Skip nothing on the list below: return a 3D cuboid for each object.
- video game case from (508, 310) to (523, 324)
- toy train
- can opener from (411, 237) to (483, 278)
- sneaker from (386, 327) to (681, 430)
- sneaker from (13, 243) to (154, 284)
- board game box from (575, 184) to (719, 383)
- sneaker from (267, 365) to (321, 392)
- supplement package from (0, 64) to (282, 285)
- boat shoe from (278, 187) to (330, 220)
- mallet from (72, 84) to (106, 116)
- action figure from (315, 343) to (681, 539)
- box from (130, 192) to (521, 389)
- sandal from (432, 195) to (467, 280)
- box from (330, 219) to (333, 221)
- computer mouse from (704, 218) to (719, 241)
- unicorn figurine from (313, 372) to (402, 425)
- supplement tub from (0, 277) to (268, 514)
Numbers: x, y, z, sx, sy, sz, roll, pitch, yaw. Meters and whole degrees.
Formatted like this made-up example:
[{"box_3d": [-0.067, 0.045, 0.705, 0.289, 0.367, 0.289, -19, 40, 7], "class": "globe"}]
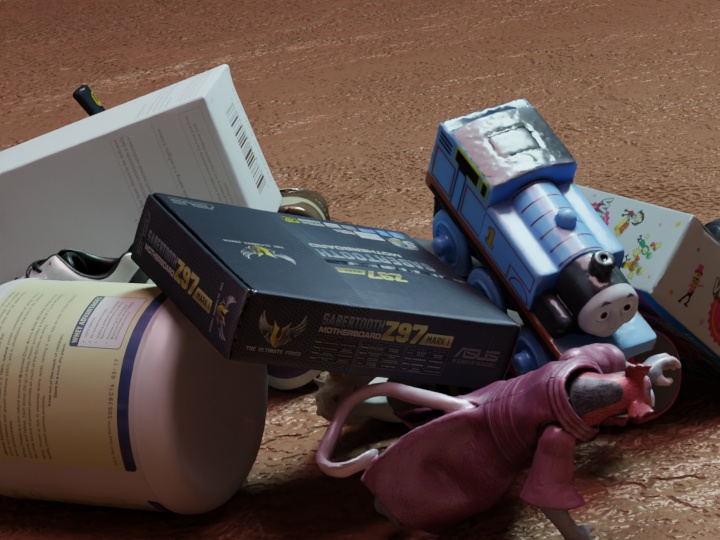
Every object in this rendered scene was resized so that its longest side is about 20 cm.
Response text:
[{"box_3d": [0.082, 0.011, 1.871, 0.200, 0.023, 0.182, -21, 22, -40], "class": "video game case"}, {"box_3d": [0.112, -0.011, 1.511, 0.086, 0.114, 0.200, -18, 54, -22], "class": "toy train"}, {"box_3d": [0.000, 0.000, 1.686, 0.200, 0.054, 0.067, 8, 10, 40], "class": "can opener"}, {"box_3d": [0.109, 0.074, 1.587, 0.199, 0.079, 0.095, -3, 9, -13], "class": "sneaker"}, {"box_3d": [-0.224, 0.023, 1.655, 0.199, 0.080, 0.074, -8, 21, 11], "class": "sneaker"}, {"box_3d": [0.189, 0.008, 1.626, 0.200, 0.147, 0.064, 17, 72, 54], "class": "board game box"}, {"box_3d": [-0.110, 0.014, 1.741, 0.200, 0.088, 0.076, 19, 60, 36], "class": "sneaker"}, {"box_3d": [-0.174, -0.055, 1.738, 0.199, 0.117, 0.117, -19, 14, 10], "class": "supplement package"}, {"box_3d": [-0.119, -0.024, 1.849, 0.202, 0.075, 0.075, -6, 25, 13], "class": "boat shoe"}, {"box_3d": [-0.173, -0.071, 1.984, 0.041, 0.200, 0.066, -37, 20, 13], "class": "mallet"}, {"box_3d": [0.096, 0.081, 1.389, 0.200, 0.149, 0.134, -30, 31, 47], "class": "action figure"}, {"box_3d": [-0.023, 0.013, 1.471, 0.199, 0.051, 0.158, 8, 20, -31], "class": "box"}, {"box_3d": [0.076, -0.039, 1.714, 0.043, 0.200, 0.076, 31, 67, 23], "class": "sandal"}, {"box_3d": [-0.079, 0.003, 1.882, 0.143, 0.036, 0.200, -31, 26, -21], "class": "box"}, {"box_3d": [0.278, -0.015, 1.698, 0.138, 0.053, 0.200, 18, 3, -8], "class": "computer mouse"}, {"box_3d": [0.025, 0.071, 1.636, 0.137, 0.074, 0.200, -10, 1, -11], "class": "unicorn figurine"}, {"box_3d": [-0.176, 0.079, 1.534, 0.199, 0.146, 0.145, 3, 19, 27], "class": "supplement tub"}]
